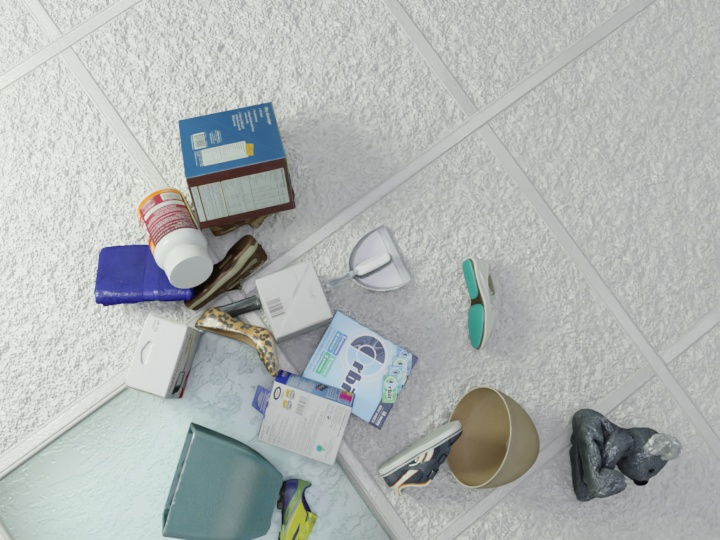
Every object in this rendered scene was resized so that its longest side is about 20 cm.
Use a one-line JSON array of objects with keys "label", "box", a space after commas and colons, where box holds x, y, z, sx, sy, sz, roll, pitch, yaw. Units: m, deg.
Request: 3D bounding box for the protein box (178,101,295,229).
[{"label": "protein box", "box": [-0.252, -0.216, 1.666, 0.198, 0.136, 0.200, -12, 46, -7]}]

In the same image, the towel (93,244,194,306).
[{"label": "towel", "box": [-0.441, 0.010, 1.691, 0.197, 0.050, 0.149, -2, 50, -5]}]

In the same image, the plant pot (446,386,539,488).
[{"label": "plant pot", "box": [0.285, 0.349, 1.667, 0.133, 0.200, 0.203, 19, 80, -29]}]

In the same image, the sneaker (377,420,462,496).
[{"label": "sneaker", "box": [0.137, 0.387, 1.683, 0.199, 0.078, 0.080, -35, 88, 12]}]

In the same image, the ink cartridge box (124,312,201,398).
[{"label": "ink cartridge box", "box": [-0.383, 0.173, 1.612, 0.085, 0.200, 0.149, 17, 81, -2]}]

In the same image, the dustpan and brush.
[{"label": "dustpan and brush", "box": [0.000, 0.000, 1.740, 0.198, 0.057, 0.141, -26, 85, -8]}]

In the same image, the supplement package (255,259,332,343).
[{"label": "supplement package", "box": [-0.135, 0.068, 1.648, 0.119, 0.200, 0.122, -21, 84, -8]}]

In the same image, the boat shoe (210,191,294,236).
[{"label": "boat shoe", "box": [-0.234, -0.129, 1.739, 0.198, 0.076, 0.075, -20, 117, -14]}]

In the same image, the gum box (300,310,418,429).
[{"label": "gum box", "box": [-0.005, 0.208, 1.719, 0.199, 0.045, 0.171, 29, 82, 0]}]

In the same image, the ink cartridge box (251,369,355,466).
[{"label": "ink cartridge box", "box": [-0.124, 0.291, 1.658, 0.198, 0.076, 0.138, 18, 103, -1]}]

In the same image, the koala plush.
[{"label": "koala plush", "box": [0.544, 0.372, 1.685, 0.197, 0.178, 0.186, -3, 72, -1]}]

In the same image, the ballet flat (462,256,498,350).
[{"label": "ballet flat", "box": [0.265, 0.068, 1.757, 0.069, 0.069, 0.203, -5, 82, -6]}]

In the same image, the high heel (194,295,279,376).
[{"label": "high heel", "box": [-0.250, 0.152, 1.672, 0.141, 0.072, 0.201, -18, 56, -12]}]

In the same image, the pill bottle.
[{"label": "pill bottle", "box": [-0.374, -0.067, 1.654, 0.109, 0.110, 0.201, -26, 56, -8]}]

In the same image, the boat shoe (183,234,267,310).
[{"label": "boat shoe", "box": [-0.276, 0.021, 1.708, 0.202, 0.075, 0.075, -41, 123, 7]}]

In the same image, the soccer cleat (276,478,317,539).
[{"label": "soccer cleat", "box": [-0.126, 0.524, 1.655, 0.083, 0.065, 0.203, -2, 82, -8]}]

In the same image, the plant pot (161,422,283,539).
[{"label": "plant pot", "box": [-0.263, 0.424, 1.600, 0.198, 0.196, 0.198, 17, 81, -12]}]
